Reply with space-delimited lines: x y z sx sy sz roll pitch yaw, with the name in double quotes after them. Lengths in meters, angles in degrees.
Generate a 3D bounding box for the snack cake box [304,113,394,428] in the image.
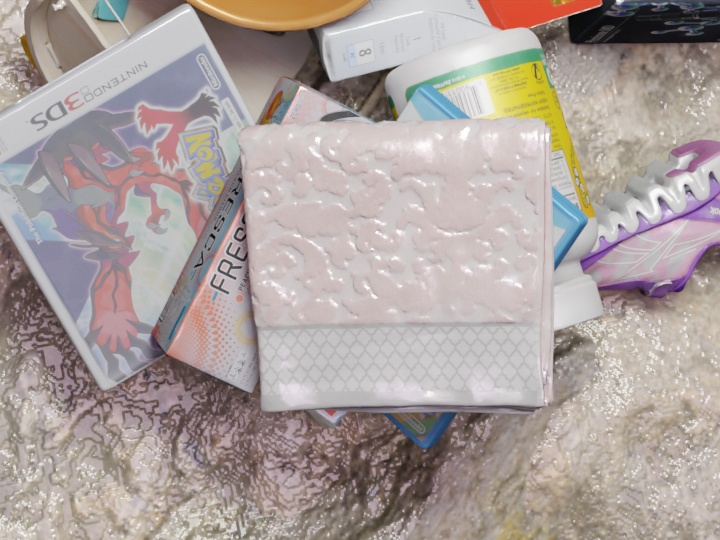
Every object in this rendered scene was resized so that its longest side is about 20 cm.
0.000 0.000 1.680 0.115 0.067 0.200 42 82 -4 "snack cake box"

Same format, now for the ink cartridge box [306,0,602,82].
0.050 -0.217 1.665 0.199 0.160 0.047 -16 132 -6 "ink cartridge box"

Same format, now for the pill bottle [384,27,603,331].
0.096 -0.053 1.606 0.112 0.113 0.201 -17 88 -8 "pill bottle"

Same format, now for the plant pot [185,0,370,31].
-0.049 -0.279 1.588 0.199 0.140 0.201 5 121 8 "plant pot"

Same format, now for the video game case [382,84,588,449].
0.044 -0.001 1.568 0.143 0.018 0.200 41 117 17 "video game case"

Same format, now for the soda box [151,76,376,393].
-0.063 -0.024 1.575 0.068 0.064 0.201 25 94 -18 "soda box"

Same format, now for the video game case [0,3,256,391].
-0.145 -0.048 1.593 0.182 0.023 0.201 -31 108 -7 "video game case"

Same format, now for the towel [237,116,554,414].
0.024 -0.001 1.515 0.199 0.032 0.192 -1 102 9 "towel"

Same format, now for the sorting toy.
-0.122 -0.162 1.666 0.180 0.107 0.200 -43 110 -23 "sorting toy"

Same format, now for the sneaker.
0.192 -0.012 1.704 0.200 0.080 0.089 -28 108 -5 "sneaker"

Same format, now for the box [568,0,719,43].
0.258 -0.227 1.689 0.199 0.148 0.108 -1 85 -7 "box"
